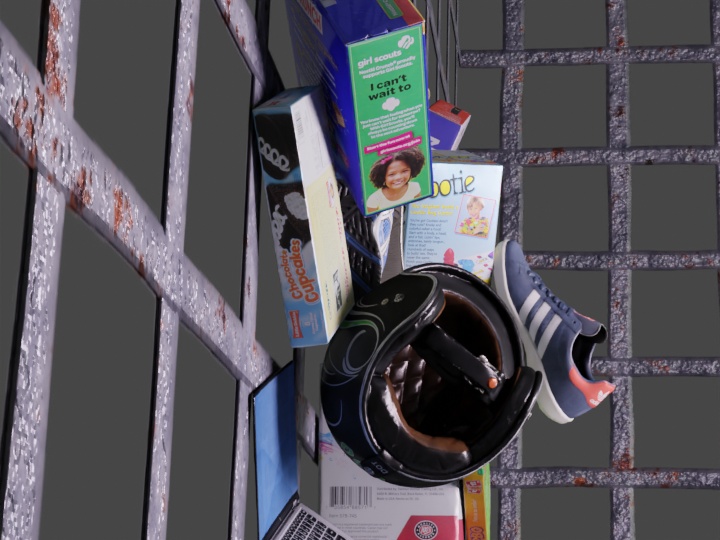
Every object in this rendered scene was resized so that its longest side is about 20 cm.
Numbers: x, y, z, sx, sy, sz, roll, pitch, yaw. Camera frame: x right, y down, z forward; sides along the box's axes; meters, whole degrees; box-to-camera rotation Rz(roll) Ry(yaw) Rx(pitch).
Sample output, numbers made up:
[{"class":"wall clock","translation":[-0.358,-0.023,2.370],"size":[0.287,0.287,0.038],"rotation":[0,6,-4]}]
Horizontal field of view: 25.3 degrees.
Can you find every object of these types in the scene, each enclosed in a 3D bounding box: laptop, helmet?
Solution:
[{"class":"laptop","translation":[-0.022,0.192,1.364],"size":[0.116,0.199,0.187],"rotation":[-57,177,9]},{"class":"helmet","translation":[0.059,0.094,1.440],"size":[0.191,0.199,0.202],"rotation":[-140,-131,-80]}]

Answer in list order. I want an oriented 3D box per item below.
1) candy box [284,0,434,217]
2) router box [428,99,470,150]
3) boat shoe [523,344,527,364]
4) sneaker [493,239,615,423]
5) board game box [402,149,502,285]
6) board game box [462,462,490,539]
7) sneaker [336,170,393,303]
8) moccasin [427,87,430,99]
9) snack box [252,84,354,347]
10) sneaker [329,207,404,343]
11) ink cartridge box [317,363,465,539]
[{"class":"candy box","translation":[-0.003,-0.178,1.407],"size":[0.201,0.077,0.169],"rotation":[81,-16,-48]},{"class":"router box","translation":[0.073,-0.111,2.022],"size":[0.180,0.049,0.201],"rotation":[-51,166,-79]},{"class":"boat shoe","translation":[0.159,0.111,1.714],"size":[0.093,0.074,0.200],"rotation":[58,11,-15]},{"class":"sneaker","translation":[0.201,0.051,1.637],"size":[0.075,0.084,0.201],"rotation":[15,52,-62]},{"class":"board game box","translation":[0.073,-0.020,1.672],"size":[0.103,0.104,0.201],"rotation":[-145,-121,-67]},{"class":"board game box","translation":[0.119,0.208,1.638],"size":[0.201,0.030,0.096],"rotation":[86,6,-48]},{"class":"sneaker","translation":[-0.006,-0.054,1.538],"size":[0.077,0.075,0.201],"rotation":[86,14,-85]},{"class":"moccasin","translation":[0.050,-0.197,2.048],"size":[0.202,0.077,0.074],"rotation":[-70,159,-70]},{"class":"snack box","translation":[-0.046,-0.048,1.356],"size":[0.116,0.037,0.201],"rotation":[-52,135,-72]},{"class":"sneaker","translation":[0.000,0.000,1.632],"size":[0.106,0.074,0.201],"rotation":[174,-75,-75]},{"class":"ink cartridge box","translation":[0.035,0.198,1.659],"size":[0.145,0.144,0.201],"rotation":[50,40,-79]}]
